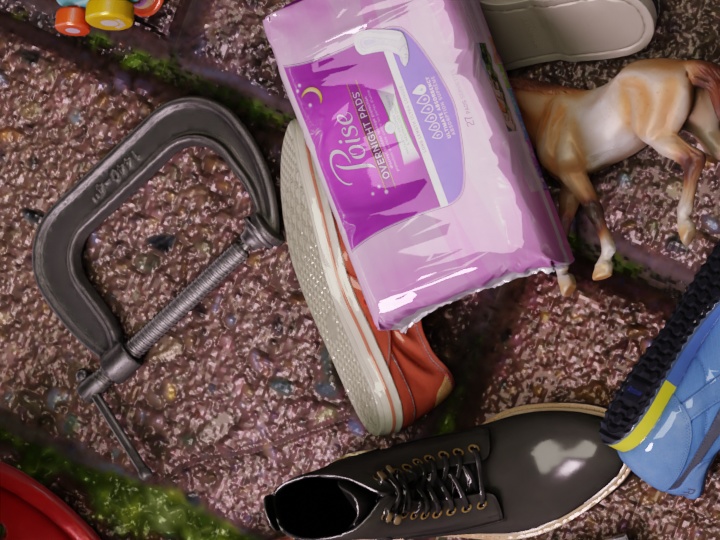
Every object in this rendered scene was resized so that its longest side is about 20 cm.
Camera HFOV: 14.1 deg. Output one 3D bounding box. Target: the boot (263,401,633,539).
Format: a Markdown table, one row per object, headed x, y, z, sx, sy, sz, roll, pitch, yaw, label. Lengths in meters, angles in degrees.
| x | y | z | sx | sy | sz | roll | pitch | yaw | label |
| --- | --- | --- | --- | --- | --- | --- | --- | --- | --- |
| 0.052 | 0.127 | 1.682 | 0.199 | 0.138 | 0.078 | -17 | 83 | 16 | boot |

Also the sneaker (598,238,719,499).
| x | y | z | sx | sy | sz | roll | pitch | yaw | label |
| --- | --- | --- | --- | --- | --- | --- | --- | --- | --- |
| 0.222 | 0.040 | 1.676 | 0.078 | 0.066 | 0.201 | 34 | 92 | -14 | sneaker |

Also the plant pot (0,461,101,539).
| x | y | z | sx | sy | sz | roll | pitch | yaw | label |
| --- | --- | --- | --- | --- | --- | --- | --- | --- | --- |
| -0.247 | 0.243 | 1.750 | 0.182 | 0.200 | 0.201 | -44 | 77 | 19 | plant pot |

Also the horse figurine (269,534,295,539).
| x | y | z | sx | sy | sz | roll | pitch | yaw | label |
| --- | --- | --- | --- | --- | --- | --- | --- | --- | --- |
| -0.073 | 0.251 | 1.768 | 0.132 | 0.050 | 0.202 | 5 | 93 | 12 | horse figurine |

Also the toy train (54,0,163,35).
| x | y | z | sx | sy | sz | roll | pitch | yaw | label |
| --- | --- | --- | --- | --- | --- | --- | --- | --- | --- |
| -0.132 | -0.237 | 1.797 | 0.200 | 0.055 | 0.151 | -51 | 48 | 21 | toy train |

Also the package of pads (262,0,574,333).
| x | y | z | sx | sy | sz | roll | pitch | yaw | label |
| --- | --- | --- | --- | --- | --- | --- | --- | --- | --- |
| 0.032 | -0.075 | 1.670 | 0.120 | 0.076 | 0.201 | -22 | 87 | 16 | package of pads |

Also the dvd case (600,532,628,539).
| x | y | z | sx | sy | sz | roll | pitch | yaw | label |
| --- | --- | --- | --- | --- | --- | --- | --- | --- | --- |
| 0.085 | 0.255 | 1.715 | 0.199 | 0.016 | 0.150 | -18 | 87 | 7 | dvd case |

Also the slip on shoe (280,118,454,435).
| x | y | z | sx | sy | sz | roll | pitch | yaw | label |
| --- | --- | --- | --- | --- | --- | --- | --- | --- | --- |
| 0.000 | 0.000 | 1.746 | 0.061 | 0.074 | 0.201 | -18 | 75 | -18 | slip on shoe |

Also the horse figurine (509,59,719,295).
| x | y | z | sx | sy | sz | roll | pitch | yaw | label |
| --- | --- | --- | --- | --- | --- | --- | --- | --- | --- |
| 0.155 | -0.070 | 1.678 | 0.199 | 0.050 | 0.133 | -21 | 78 | 36 | horse figurine |

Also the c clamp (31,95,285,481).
| x | y | z | sx | sy | sz | roll | pitch | yaw | label |
| --- | --- | --- | --- | --- | --- | --- | --- | --- | --- |
| -0.120 | 0.000 | 1.802 | 0.200 | 0.027 | 0.171 | -48 | 71 | 14 | c clamp |

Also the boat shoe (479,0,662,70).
| x | y | z | sx | sy | sz | roll | pitch | yaw | label |
| --- | --- | --- | --- | --- | --- | --- | --- | --- | --- |
| 0.086 | -0.163 | 1.730 | 0.199 | 0.073 | 0.063 | 1 | 46 | 23 | boat shoe |
